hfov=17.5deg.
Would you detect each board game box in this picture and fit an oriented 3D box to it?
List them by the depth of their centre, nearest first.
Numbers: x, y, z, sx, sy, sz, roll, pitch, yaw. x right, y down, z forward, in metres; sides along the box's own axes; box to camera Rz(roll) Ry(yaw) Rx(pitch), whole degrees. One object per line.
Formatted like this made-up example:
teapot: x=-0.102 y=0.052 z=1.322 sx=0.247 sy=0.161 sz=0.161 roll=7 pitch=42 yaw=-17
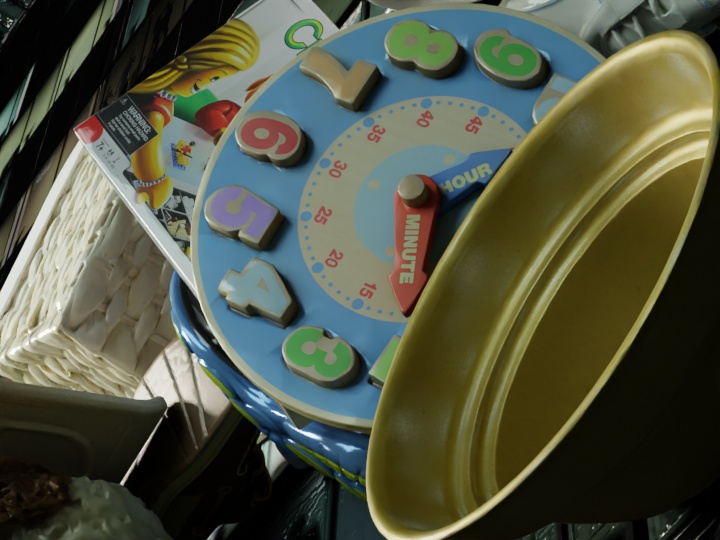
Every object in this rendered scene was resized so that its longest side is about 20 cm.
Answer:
board game box: x=-0.029 y=-0.035 z=1.041 sx=0.126 sy=0.035 sz=0.200 roll=-36 pitch=51 yaw=-6

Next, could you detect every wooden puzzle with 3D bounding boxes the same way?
wooden puzzle: x=-0.217 y=0.113 z=1.150 sx=0.185 sy=0.200 sz=0.046 roll=-57 pitch=45 yaw=29

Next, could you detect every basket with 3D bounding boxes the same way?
basket: x=-0.113 y=0.003 z=1.340 sx=0.123 sy=0.136 sz=0.200 roll=-25 pitch=37 yaw=56

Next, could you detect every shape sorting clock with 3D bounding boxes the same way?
shape sorting clock: x=0.025 y=-0.026 z=0.962 sx=0.200 sy=0.200 sz=0.039 roll=-65 pitch=-22 yaw=-20

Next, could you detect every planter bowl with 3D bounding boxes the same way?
planter bowl: x=0.091 y=0.024 z=0.805 sx=0.200 sy=0.083 sz=0.200 roll=-51 pitch=18 yaw=24

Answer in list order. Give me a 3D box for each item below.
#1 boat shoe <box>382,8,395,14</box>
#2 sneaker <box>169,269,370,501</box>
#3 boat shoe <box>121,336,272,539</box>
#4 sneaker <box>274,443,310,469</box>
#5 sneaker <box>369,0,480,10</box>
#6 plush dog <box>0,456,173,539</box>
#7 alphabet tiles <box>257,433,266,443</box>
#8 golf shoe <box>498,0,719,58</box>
boat shoe: x=-0.010 y=-0.081 z=1.308 sx=0.072 sy=0.071 sz=0.200 roll=-32 pitch=30 yaw=58
sneaker: x=-0.016 y=0.041 z=1.057 sx=0.083 sy=0.071 sz=0.200 roll=-48 pitch=41 yaw=-11
boat shoe: x=-0.081 y=0.098 z=1.202 sx=0.200 sy=0.072 sz=0.072 roll=-57 pitch=40 yaw=31
sneaker: x=0.000 y=0.000 z=1.116 sx=0.200 sy=0.082 sz=0.070 roll=-56 pitch=16 yaw=11
sneaker: x=0.068 y=-0.178 z=1.014 sx=0.200 sy=0.075 sz=0.105 roll=-28 pitch=41 yaw=39
plush dog: x=-0.132 y=0.176 z=1.104 sx=0.160 sy=0.200 sz=0.172 roll=-14 pitch=48 yaw=21
alphabet tiles: x=-0.075 y=0.070 z=1.350 sx=0.166 sy=0.006 sz=0.200 roll=-40 pitch=25 yaw=50
golf shoe: x=0.122 y=-0.119 z=0.991 sx=0.200 sy=0.078 sz=0.097 roll=-56 pitch=22 yaw=14
